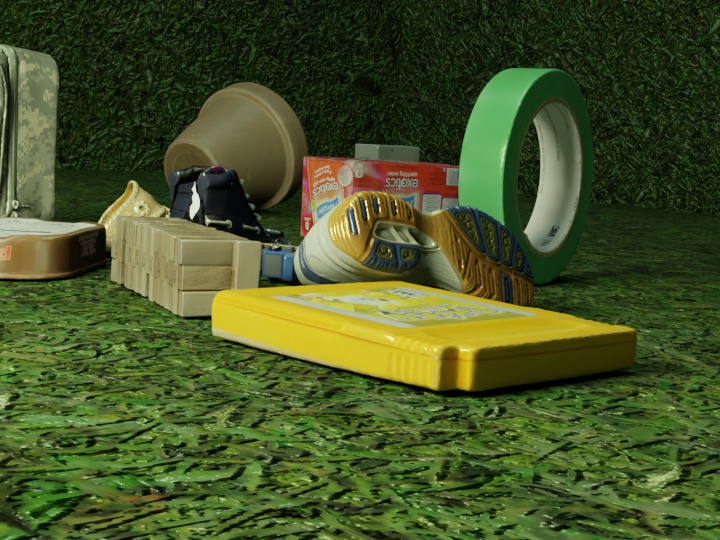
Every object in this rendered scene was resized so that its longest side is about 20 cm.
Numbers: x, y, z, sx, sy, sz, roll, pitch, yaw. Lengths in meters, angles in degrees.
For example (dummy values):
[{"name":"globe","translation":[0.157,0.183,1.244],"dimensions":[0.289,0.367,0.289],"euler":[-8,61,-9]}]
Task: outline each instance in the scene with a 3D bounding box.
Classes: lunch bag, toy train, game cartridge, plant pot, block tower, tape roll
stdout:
[{"name":"lunch bag","translation":[-0.400,-0.128,1.258],"dimensions":[0.138,0.203,0.167],"euler":[5,2,37]},{"name":"toy train","translation":[0.000,0.000,1.084],"dimensions":[0.197,0.035,0.046],"euler":[5,18,5]},{"name":"game cartridge","translation":[0.037,0.035,0.768],"dimensions":[0.198,0.033,0.175],"euler":[8,7,44]},{"name":"plant pot","translation":[-0.206,-0.169,1.953],"dimensions":[0.198,0.203,0.174],"euler":[7,26,31]},{"name":"block tower","translation":[-0.134,-0.006,0.939],"dimensions":[0.057,0.055,0.199],"euler":[0,7,-27]},{"name":"tape roll","translation":[0.161,-0.090,1.211],"dimensions":[0.048,0.204,0.199],"euler":[7,6,32]}]

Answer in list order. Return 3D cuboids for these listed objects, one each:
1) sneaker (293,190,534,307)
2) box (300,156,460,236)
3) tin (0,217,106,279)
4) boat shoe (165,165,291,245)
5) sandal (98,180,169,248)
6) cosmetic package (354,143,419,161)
[{"name":"sneaker","translation":[0.041,-0.005,0.953],"dimensions":[0.198,0.076,0.088],"euler":[18,-32,-33]},{"name":"box","translation":[0.027,-0.087,1.583],"dimensions":[0.198,0.101,0.095],"euler":[-3,9,-44]},{"name":"tin","translation":[-0.283,-0.021,1.076],"dimensions":[0.110,0.043,0.200],"euler":[0,6,4]},{"name":"boat shoe","translation":[-0.114,-0.048,1.159],"dimensions":[0.074,0.094,0.200],"euler":[6,6,18]},{"name":"sandal","translation":[-0.231,-0.052,1.229],"dimensions":[0.209,0.071,0.077],"euler":[1,7,-23]},{"name":"cosmetic package","translation":[0.069,-0.271,3.303],"dimensions":[0.080,0.115,0.199],"euler":[7,9,36]}]
